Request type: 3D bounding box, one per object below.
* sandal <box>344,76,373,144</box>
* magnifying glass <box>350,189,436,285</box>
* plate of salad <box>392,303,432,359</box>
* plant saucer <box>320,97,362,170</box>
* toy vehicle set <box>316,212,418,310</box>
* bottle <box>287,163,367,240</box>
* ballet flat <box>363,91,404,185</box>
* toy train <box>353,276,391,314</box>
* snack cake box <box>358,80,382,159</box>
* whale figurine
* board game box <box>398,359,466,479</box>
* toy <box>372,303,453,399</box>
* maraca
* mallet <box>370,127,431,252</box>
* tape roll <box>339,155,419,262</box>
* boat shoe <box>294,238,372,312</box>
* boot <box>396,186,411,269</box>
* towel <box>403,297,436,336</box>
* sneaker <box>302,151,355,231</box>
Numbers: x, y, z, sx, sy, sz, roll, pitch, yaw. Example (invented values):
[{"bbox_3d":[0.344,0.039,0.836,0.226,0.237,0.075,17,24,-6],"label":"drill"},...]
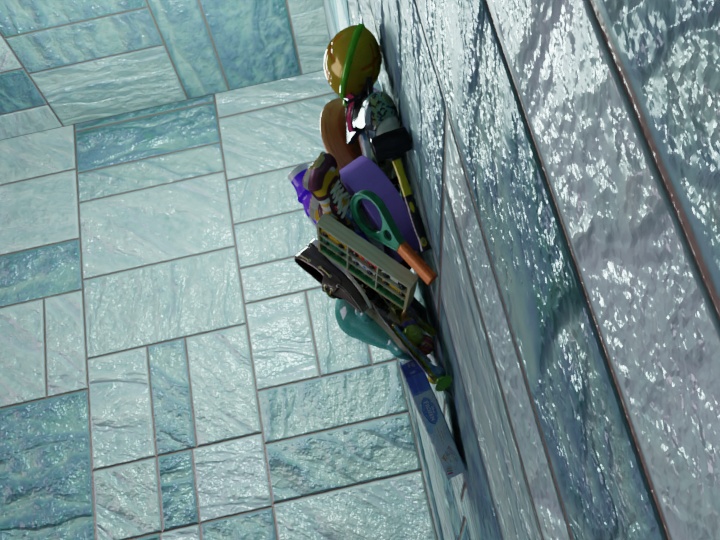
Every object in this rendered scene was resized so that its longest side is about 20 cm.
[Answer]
[{"bbox_3d":[-0.013,-0.285,1.495,0.200,0.044,0.077,134,139,-69],"label":"sandal"},{"bbox_3d":[0.053,-0.054,1.371,0.200,0.022,0.080,46,145,17],"label":"magnifying glass"},{"bbox_3d":[0.093,0.104,1.730,0.202,0.048,0.200,59,178,4],"label":"plate of salad"},{"bbox_3d":[-0.005,-0.278,1.757,0.199,0.037,0.204,25,-125,-41],"label":"plant saucer"},{"bbox_3d":[0.010,-0.013,1.438,0.199,0.027,0.125,34,163,12],"label":"toy vehicle set"},{"bbox_3d":[-0.065,-0.112,1.564,0.201,0.065,0.083,55,-165,12],"label":"bottle"},{"bbox_3d":[0.051,-0.225,1.450,0.201,0.073,0.075,77,180,-56],"label":"ballet flat"},{"bbox_3d":[0.000,0.000,1.600,0.201,0.046,0.034,52,167,8],"label":"toy train"},{"bbox_3d":[0.030,-0.268,1.619,0.202,0.066,0.116,-103,-1,-48],"label":"snack cake box"},{"bbox_3d":[0.024,0.114,1.659,0.200,0.104,0.159,49,-176,26],"label":"whale figurine"},{"bbox_3d":[0.136,0.277,1.590,0.200,0.043,0.202,-111,-1,-87],"label":"board game box"},{"bbox_3d":[0.107,0.134,1.494,0.115,0.047,0.201,44,-171,-49],"label":"toy"},{"bbox_3d":[-0.014,-0.381,1.533,0.200,0.105,0.139,79,-149,-85],"label":"maraca"},{"bbox_3d":[0.083,-0.132,1.328,0.203,0.065,0.041,64,-179,-5],"label":"mallet"},{"bbox_3d":[0.030,-0.108,1.506,0.201,0.065,0.200,54,172,11],"label":"tape roll"},{"bbox_3d":[-0.054,0.019,1.601,0.200,0.059,0.072,46,165,30],"label":"boat shoe"},{"bbox_3d":[0.059,-0.088,1.720,0.212,0.078,0.160,92,165,-67],"label":"boot"},{"bbox_3d":[0.072,0.036,1.581,0.200,0.023,0.144,48,-173,-10],"label":"towel"},{"bbox_3d":[-0.042,-0.129,1.421,0.089,0.075,0.201,33,163,15],"label":"sneaker"}]
